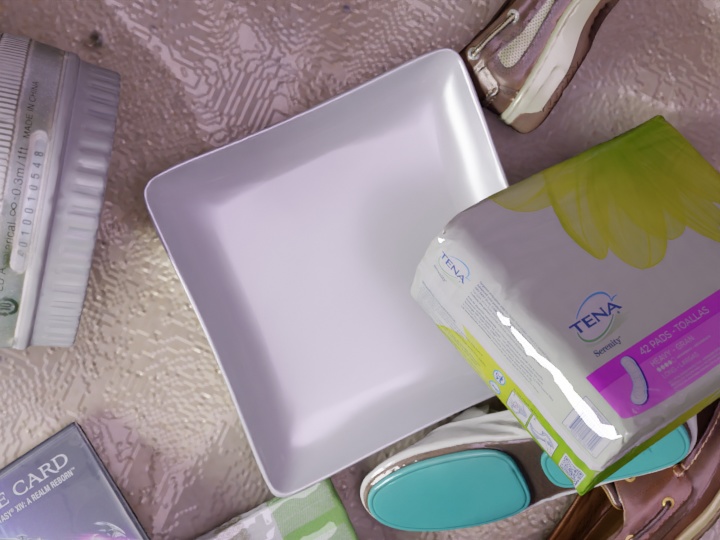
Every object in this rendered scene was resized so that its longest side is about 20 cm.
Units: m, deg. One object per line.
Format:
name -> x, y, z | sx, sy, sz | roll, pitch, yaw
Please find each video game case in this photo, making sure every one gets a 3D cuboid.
video game case -> -0.164, 0.205, 0.854 | 0.142, 0.019, 0.201 | -33, 76, -7

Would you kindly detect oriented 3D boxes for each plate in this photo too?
plate -> 0.000, 0.000, 0.899 | 0.198, 0.032, 0.201 | -25, 102, -8

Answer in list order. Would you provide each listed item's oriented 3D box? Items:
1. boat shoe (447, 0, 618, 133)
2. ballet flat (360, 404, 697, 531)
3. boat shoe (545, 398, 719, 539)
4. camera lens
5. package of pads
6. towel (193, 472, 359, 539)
boat shoe -> 0.120, -0.183, 0.898 | 0.074, 0.075, 0.203 | 31, 87, -6
ballet flat -> 0.097, 0.101, 0.908 | 0.198, 0.069, 0.070 | -17, 97, 15
boat shoe -> 0.165, 0.131, 0.922 | 0.067, 0.072, 0.201 | 34, 89, -22
camera lens -> -0.232, -0.049, 0.789 | 0.198, 0.160, 0.162 | 10, 91, -12
package of pads -> 0.142, 0.008, 0.851 | 0.199, 0.068, 0.155 | -27, 66, -36
towel -> -0.077, 0.225, 0.909 | 0.199, 0.031, 0.150 | -27, 101, -11
